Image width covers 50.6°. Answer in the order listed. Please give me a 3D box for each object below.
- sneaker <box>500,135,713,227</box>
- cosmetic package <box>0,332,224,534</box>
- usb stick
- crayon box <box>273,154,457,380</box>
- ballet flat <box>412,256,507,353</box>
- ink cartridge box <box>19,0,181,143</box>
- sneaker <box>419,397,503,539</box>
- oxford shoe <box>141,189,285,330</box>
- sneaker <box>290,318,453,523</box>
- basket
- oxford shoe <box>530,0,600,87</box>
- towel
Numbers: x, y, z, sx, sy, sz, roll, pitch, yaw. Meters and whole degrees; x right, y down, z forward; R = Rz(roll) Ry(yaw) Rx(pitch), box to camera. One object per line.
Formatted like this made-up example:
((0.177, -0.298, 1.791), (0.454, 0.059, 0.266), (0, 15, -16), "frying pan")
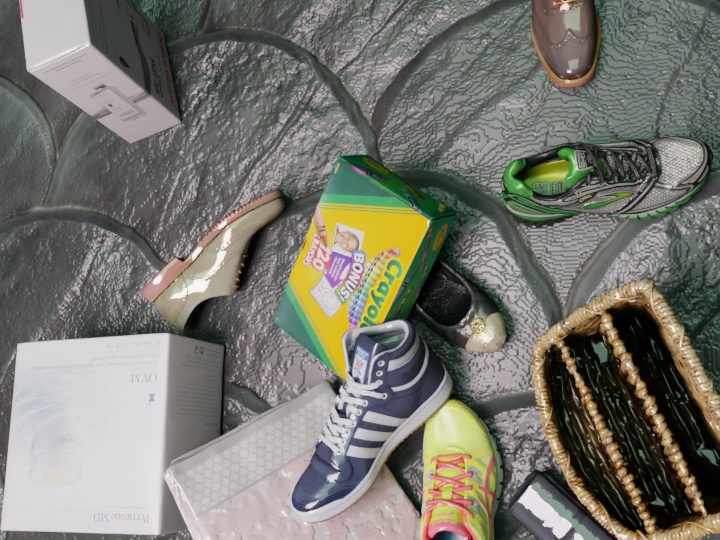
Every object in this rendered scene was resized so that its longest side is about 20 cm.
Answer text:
((0.233, -0.088, 0.733), (0.199, 0.085, 0.079), (-11, 74, 17), "sneaker")
((-0.266, 0.179, 0.834), (0.198, 0.123, 0.202), (-6, 77, 19), "cosmetic package")
((0.220, 0.264, 0.684), (0.200, 0.033, 0.056), (42, 96, 23), "usb stick")
((0.000, 0.000, 0.769), (0.119, 0.058, 0.201), (35, 118, 23), "crayon box")
((0.068, 0.013, 0.784), (0.200, 0.057, 0.067), (43, 93, 23), "ballet flat")
((-0.306, -0.264, 0.909), (0.082, 0.200, 0.147), (-18, 72, 11), "ink cartridge box")
((0.091, 0.218, 0.711), (0.078, 0.090, 0.201), (-11, 73, 19), "sneaker")
((-0.155, -0.014, 0.878), (0.200, 0.071, 0.074), (-40, 93, 7), "oxford shoe")
((-0.006, 0.131, 0.707), (0.200, 0.109, 0.070), (-43, 36, -18), "sneaker")
((0.227, 0.129, 0.650), (0.142, 0.149, 0.201), (-26, 71, 13), "basket")
((0.207, -0.290, 0.795), (0.071, 0.073, 0.202), (-9, 75, 17), "oxford shoe")
((-0.062, 0.225, 0.739), (0.199, 0.032, 0.191), (-25, 66, -25), "towel")
